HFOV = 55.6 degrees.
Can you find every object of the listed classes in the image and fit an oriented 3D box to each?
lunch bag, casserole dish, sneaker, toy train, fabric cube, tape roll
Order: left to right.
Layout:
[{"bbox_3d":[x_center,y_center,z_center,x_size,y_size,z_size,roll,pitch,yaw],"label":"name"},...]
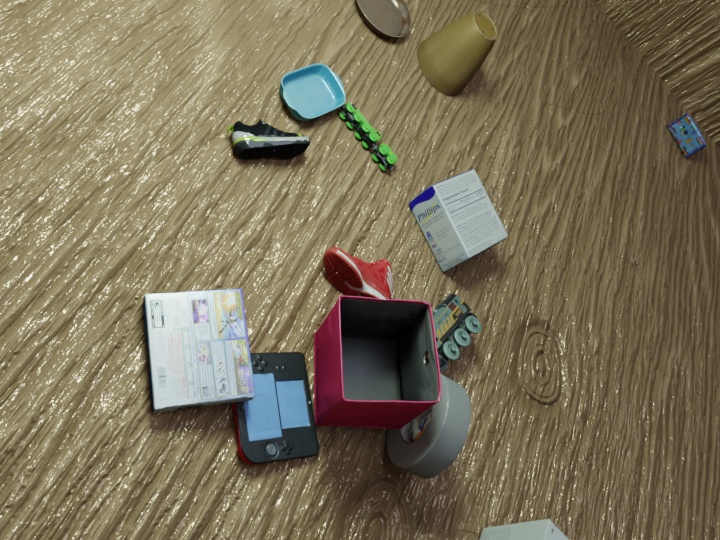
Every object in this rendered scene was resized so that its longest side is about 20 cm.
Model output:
[{"bbox_3d":[-0.197,-0.298,1.496,0.196,0.071,0.085,-7,73,-39],"label":"sneaker"},{"bbox_3d":[-0.118,-0.423,1.638,0.199,0.039,0.123,-35,92,-43],"label":"casserole dish"},{"bbox_3d":[0.000,0.000,1.522,0.201,0.077,0.117,49,39,-24],"label":"sneaker"},{"bbox_3d":[0.022,-0.338,1.708,0.201,0.041,0.056,51,39,-7],"label":"toy train"},{"bbox_3d":[0.024,0.185,1.327,0.194,0.200,0.202,5,63,-17],"label":"fabric cube"},{"bbox_3d":[0.136,0.311,1.386,0.065,0.199,0.205,28,55,-22],"label":"tape roll"},{"bbox_3d":[0.201,0.144,1.600,0.114,0.085,0.199,45,50,5],"label":"toy train"},{"bbox_3d":[1.381,-0.571,2.847,0.198,0.093,0.153,-21,80,-51],"label":"lunch bag"}]

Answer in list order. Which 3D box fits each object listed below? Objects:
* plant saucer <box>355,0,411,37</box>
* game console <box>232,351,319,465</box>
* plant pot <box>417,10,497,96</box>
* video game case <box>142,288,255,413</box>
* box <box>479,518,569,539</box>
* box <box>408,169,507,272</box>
[{"bbox_3d":[0.057,-0.737,1.923,0.196,0.034,0.206,18,59,-31],"label":"plant saucer"},{"bbox_3d":[-0.162,0.257,1.294,0.173,0.031,0.206,3,69,-37],"label":"game console"},{"bbox_3d":[0.291,-0.638,1.949,0.183,0.199,0.191,17,58,-30],"label":"plant pot"},{"bbox_3d":[-0.289,0.139,1.219,0.176,0.045,0.206,-2,71,-25],"label":"video game case"},{"bbox_3d":[0.352,0.616,1.413,0.152,0.199,0.107,43,50,-11],"label":"box"},{"bbox_3d":[0.250,-0.129,1.743,0.182,0.104,0.204,-24,85,-41],"label":"box"}]
